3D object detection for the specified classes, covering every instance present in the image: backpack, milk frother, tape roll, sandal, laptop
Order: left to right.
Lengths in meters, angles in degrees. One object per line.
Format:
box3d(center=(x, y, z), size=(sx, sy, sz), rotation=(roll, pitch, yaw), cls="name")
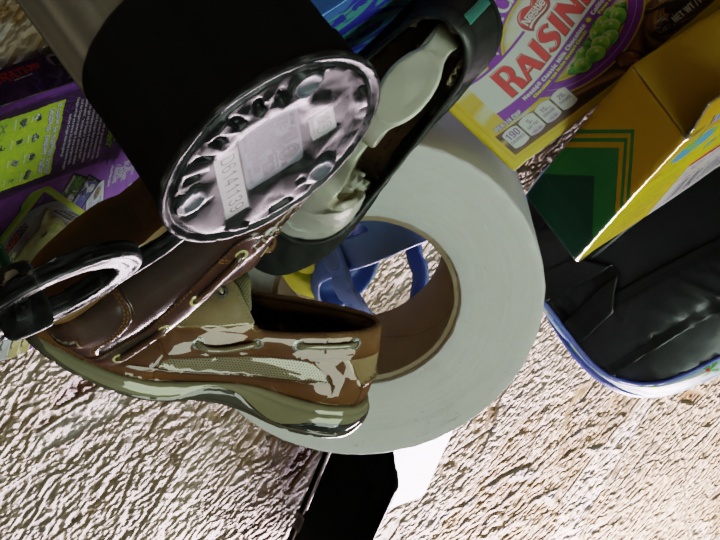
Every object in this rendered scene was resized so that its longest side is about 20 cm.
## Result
box3d(center=(-0.128, -0.086, 1.308), size=(0.199, 0.188, 0.181), rotation=(-23, 151, -28), cls="milk frother")
box3d(center=(0.000, 0.000, 1.596), size=(0.201, 0.071, 0.204), rotation=(-2, 120, -3), cls="tape roll")
box3d(center=(0.013, -0.042, 1.656), size=(0.079, 0.087, 0.201), rotation=(-24, 144, -29), cls="sandal")
box3d(center=(0.031, 0.143, 1.891), size=(0.199, 0.116, 0.188), rotation=(-16, 142, -41), cls="laptop")
box3d(center=(0.206, -0.018, 1.842), size=(0.199, 0.184, 0.147), rotation=(-33, 172, 0), cls="backpack")

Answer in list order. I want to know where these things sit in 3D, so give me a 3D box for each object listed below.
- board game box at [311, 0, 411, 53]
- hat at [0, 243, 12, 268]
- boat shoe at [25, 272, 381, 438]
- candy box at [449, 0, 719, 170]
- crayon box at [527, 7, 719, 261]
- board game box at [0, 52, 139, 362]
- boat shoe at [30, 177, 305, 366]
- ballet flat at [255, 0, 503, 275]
box3d(center=(0.025, -0.168, 1.471), size=(0.199, 0.045, 0.152), rotation=(-34, 174, -5), cls="board game box")
box3d(center=(-0.212, 0.091, 1.412), size=(0.165, 0.176, 0.200), rotation=(-38, 144, 7), cls="hat")
box3d(center=(-0.081, 0.028, 1.530), size=(0.199, 0.076, 0.074), rotation=(13, 113, -21), cls="boat shoe")
box3d(center=(0.121, -0.145, 1.504), size=(0.200, 0.026, 0.102), rotation=(-39, 116, 21), cls="candy box")
box3d(center=(0.179, -0.091, 1.540), size=(0.127, 0.051, 0.200), rotation=(-33, 171, -27), cls="crayon box")
box3d(center=(-0.168, -0.032, 1.495), size=(0.120, 0.032, 0.201), rotation=(-18, 143, -33), cls="board game box")
box3d(center=(-0.077, -0.027, 1.442), size=(0.200, 0.071, 0.070), rotation=(-35, 131, 14), cls="boat shoe")
box3d(center=(-0.005, -0.071, 1.476), size=(0.200, 0.068, 0.068), rotation=(-51, -177, 20), cls="ballet flat")
